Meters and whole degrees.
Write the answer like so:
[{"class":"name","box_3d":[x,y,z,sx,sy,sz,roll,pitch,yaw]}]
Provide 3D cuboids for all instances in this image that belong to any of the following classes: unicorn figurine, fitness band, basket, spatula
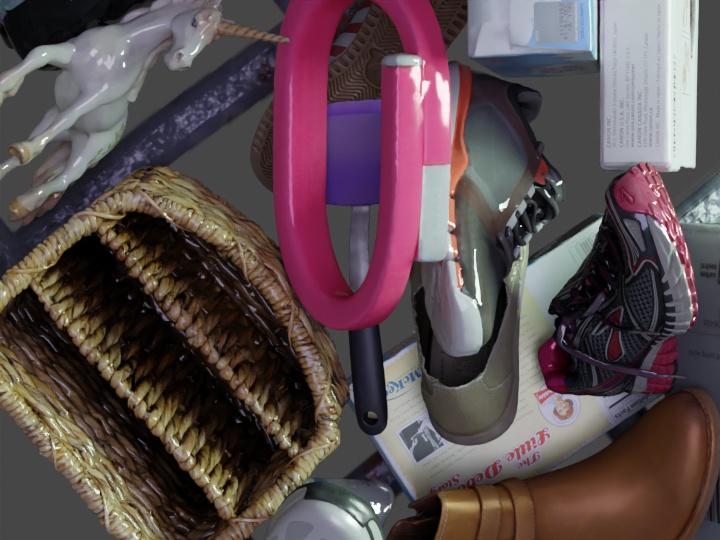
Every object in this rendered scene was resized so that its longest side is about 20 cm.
[{"class":"unicorn figurine","box_3d":[-0.149,-0.098,0.961,0.137,0.200,0.074,-38,97,-28]},{"class":"fitness band","box_3d":[-0.005,-0.067,0.936,0.037,0.143,0.202,-4,101,-32]},{"class":"basket","box_3d":[-0.104,0.050,0.974,0.142,0.149,0.200,-37,96,16]},{"class":"spatula","box_3d":[0.000,0.000,1.016,0.056,0.021,0.202,-2,96,14]}]

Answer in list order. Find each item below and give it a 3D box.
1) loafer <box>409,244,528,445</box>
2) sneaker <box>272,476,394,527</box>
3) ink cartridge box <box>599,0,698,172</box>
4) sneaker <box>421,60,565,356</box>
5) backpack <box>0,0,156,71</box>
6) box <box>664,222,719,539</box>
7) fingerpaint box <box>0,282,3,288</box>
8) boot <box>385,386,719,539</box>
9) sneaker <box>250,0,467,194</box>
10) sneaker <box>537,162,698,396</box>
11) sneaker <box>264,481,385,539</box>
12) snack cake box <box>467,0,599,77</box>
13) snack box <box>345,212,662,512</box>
[{"class":"loafer","box_3d":[0.065,0.000,1.018,0.075,0.068,0.202,-6,69,6]},{"class":"sneaker","box_3d":[-0.004,0.223,1.053,0.086,0.075,0.202,-4,100,-23]},{"class":"ink cartridge box","box_3d":[0.172,-0.159,1.008,0.044,0.176,0.202,1,93,15]},{"class":"sneaker","box_3d":[0.078,-0.040,0.965,0.081,0.077,0.201,6,54,-3]},{"class":"backpack","box_3d":[-0.174,-0.236,0.978,0.166,0.127,0.201,-29,93,0]},{"class":"box","box_3d":[0.300,0.071,0.994,0.170,0.199,0.202,0,93,-24]},{"class":"fingerpaint box","box_3d":[-0.314,0.003,0.945,0.167,0.200,0.073,-47,140,-2]},{"class":"boot","box_3d":[0.109,0.137,1.011,0.154,0.077,0.200,14,130,-28]},{"class":"sneaker","box_3d":[0.011,-0.134,1.042,0.071,0.113,0.200,38,119,-9]},{"class":"sneaker","box_3d":[0.144,0.018,0.962,0.074,0.201,0.081,-8,55,-3]},{"class":"sneaker","box_3d":[-0.050,0.216,0.933,0.075,0.115,0.202,27,123,8]},{"class":"snack cake box","box_3d":[0.101,-0.171,0.954,0.067,0.200,0.116,-2,94,10]},{"class":"snack box","box_3d":[0.099,0.067,1.069,0.199,0.037,0.117,-33,94,-4]}]
